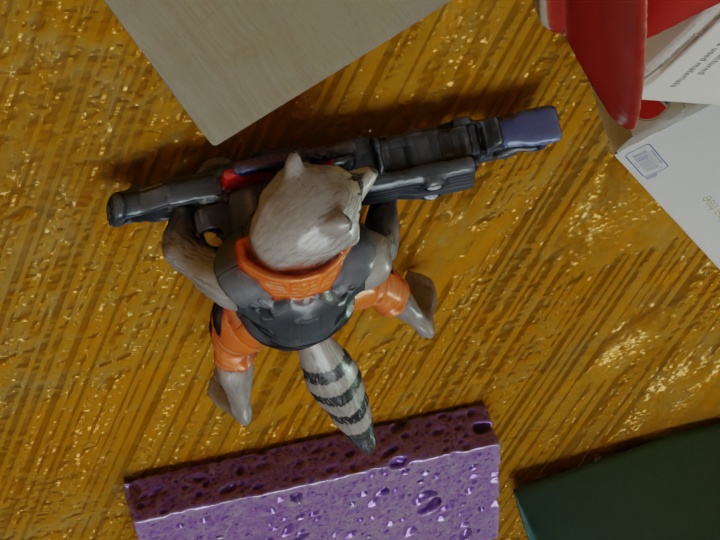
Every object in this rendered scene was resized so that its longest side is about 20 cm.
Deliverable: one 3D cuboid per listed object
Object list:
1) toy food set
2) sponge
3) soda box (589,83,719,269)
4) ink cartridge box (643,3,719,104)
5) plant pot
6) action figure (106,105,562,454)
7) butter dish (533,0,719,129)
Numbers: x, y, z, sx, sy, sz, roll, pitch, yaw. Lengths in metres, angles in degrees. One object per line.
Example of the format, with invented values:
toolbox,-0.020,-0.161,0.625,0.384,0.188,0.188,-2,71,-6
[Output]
toy food set,-0.033,-0.140,0.866,0.143,0.060,0.200,-31,147,3
sponge,-0.024,0.130,1.295,0.200,0.030,0.112,-12,147,-6
soda box,0.169,-0.049,1.065,0.064,0.068,0.200,-26,146,17
ink cartridge box,0.184,-0.137,0.857,0.200,0.148,0.086,0,156,-24
plant pot,0.214,0.173,1.362,0.200,0.141,0.141,-23,148,-2
action figure,0.000,0.000,1.044,0.200,0.105,0.193,-14,157,2
butter dish,0.106,-0.169,0.701,0.148,0.200,0.199,-14,164,3
